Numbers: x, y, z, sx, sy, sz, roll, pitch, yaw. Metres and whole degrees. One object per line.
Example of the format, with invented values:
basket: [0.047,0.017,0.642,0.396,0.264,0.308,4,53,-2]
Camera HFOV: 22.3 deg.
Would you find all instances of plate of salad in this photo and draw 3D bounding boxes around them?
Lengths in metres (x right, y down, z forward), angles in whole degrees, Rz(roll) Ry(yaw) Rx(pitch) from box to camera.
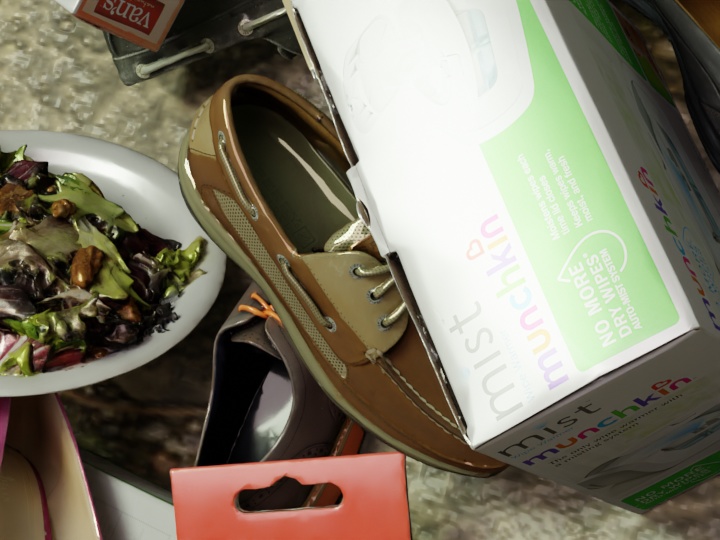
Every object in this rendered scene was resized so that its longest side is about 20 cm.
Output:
plate of salad: [-0.161,-0.016,0.845,0.200,0.200,0.048,34,135,31]

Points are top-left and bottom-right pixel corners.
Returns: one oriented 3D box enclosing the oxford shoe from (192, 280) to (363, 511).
oxford shoe: [-0.019,0.019,0.809,0.071,0.072,0.201,13,82,30]

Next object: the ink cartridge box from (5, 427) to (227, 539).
ink cartridge box: [-0.143,0.136,0.850,0.199,0.059,0.104,20,86,31]

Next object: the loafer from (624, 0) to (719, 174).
loafer: [0.144,-0.131,0.756,0.072,0.072,0.201,-24,67,-5]

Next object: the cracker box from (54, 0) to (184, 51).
cracker box: [-0.099,-0.218,0.825,0.134,0.058,0.201,36,102,41]

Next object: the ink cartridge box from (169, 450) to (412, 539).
ink cartridge box: [-0.026,0.179,0.741,0.108,0.050,0.202,-6,88,10]

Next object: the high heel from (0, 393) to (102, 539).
high heel: [-0.122,0.110,0.755,0.200,0.067,0.096,33,101,57]

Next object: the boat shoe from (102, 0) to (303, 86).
boat shoe: [-0.030,-0.135,0.870,0.199,0.071,0.064,-12,103,16]

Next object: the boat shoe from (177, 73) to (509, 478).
boat shoe: [0.000,0.000,0.749,0.200,0.074,0.076,44,65,9]

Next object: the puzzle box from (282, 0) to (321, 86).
puzzle box: [0.010,-0.186,0.809,0.132,0.025,0.201,-26,60,8]

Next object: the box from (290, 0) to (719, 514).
box: [0.077,-0.023,0.710,0.096,0.176,0.201,-29,63,18]
